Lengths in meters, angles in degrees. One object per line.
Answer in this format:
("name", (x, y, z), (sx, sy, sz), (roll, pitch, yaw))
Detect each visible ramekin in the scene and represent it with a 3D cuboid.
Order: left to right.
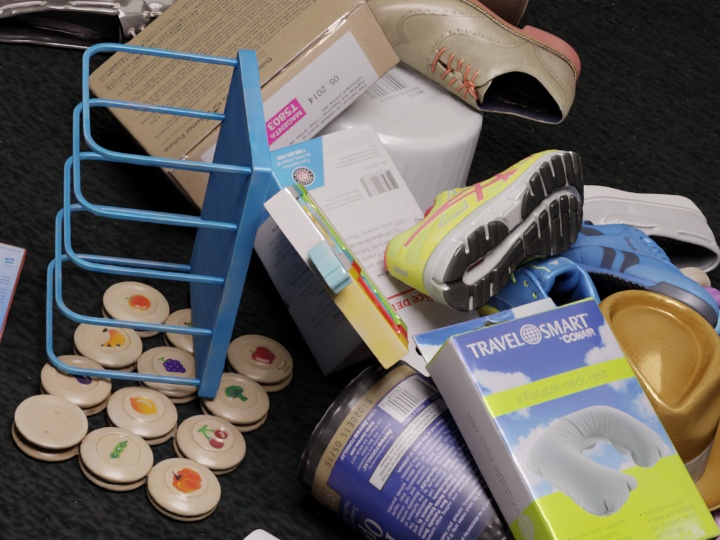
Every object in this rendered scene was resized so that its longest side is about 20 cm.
("ramekin", (0.005, -0.121, 1.590), (0.199, 0.098, 0.201), (13, 37, -10))

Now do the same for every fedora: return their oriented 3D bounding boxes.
("fedora", (0.196, 0.077, 1.316), (0.199, 0.082, 0.201), (11, 42, -10))

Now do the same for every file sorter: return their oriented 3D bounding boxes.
("file sorter", (-0.142, -0.037, 1.304), (0.122, 0.201, 0.139), (6, 38, -14))

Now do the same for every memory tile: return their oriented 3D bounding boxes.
("memory tile", (-0.141, 0.085, 1.329), (0.153, 0.017, 0.200), (24, 37, 4))

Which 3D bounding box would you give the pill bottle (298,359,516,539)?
("pill bottle", (0.067, 0.155, 1.260), (0.200, 0.112, 0.112), (36, 39, 20))

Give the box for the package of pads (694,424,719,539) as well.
("package of pads", (0.178, 0.135, 1.367), (0.199, 0.076, 0.121), (24, 37, 5))

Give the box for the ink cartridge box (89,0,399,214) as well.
("ink cartridge box", (-0.094, -0.156, 1.495), (0.200, 0.075, 0.165), (-40, 45, -4))

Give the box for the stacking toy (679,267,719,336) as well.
("stacking toy", (0.295, 0.092, 1.478), (0.085, 0.086, 0.200), (-16, 53, -39))

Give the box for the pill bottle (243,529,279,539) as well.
("pill bottle", (0.001, 0.239, 1.123), (0.199, 0.111, 0.111), (31, 38, 13))

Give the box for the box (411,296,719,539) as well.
("box", (0.129, 0.103, 1.211), (0.121, 0.048, 0.201), (-13, 65, -30))

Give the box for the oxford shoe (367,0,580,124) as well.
("oxford shoe", (0.085, -0.176, 1.558), (0.199, 0.071, 0.075), (16, 42, -5))

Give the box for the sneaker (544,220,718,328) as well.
("sneaker", (0.212, -0.003, 1.462), (0.078, 0.066, 0.200), (-45, 29, -15))

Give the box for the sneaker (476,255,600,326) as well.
("sneaker", (0.127, 0.011, 1.473), (0.075, 0.105, 0.200), (-20, 52, -37))

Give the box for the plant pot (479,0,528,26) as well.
("plant pot", (0.055, -0.337, 1.821), (0.197, 0.201, 0.201), (4, 39, -10))

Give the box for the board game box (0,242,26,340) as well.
("board game box", (-0.342, -0.003, 1.342), (0.199, 0.020, 0.103), (15, 36, -8))

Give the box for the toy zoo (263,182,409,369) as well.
("toy zoo", (-0.014, 0.001, 1.262), (0.131, 0.020, 0.200), (53, 3, -3))

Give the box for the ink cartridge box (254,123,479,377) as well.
("ink cartridge box", (0.000, 0.000, 1.429), (0.115, 0.067, 0.201), (-19, 75, -41))

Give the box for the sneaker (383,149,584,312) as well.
("sneaker", (0.093, -0.041, 1.416), (0.090, 0.079, 0.200), (12, 30, 39))

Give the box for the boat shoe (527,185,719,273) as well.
("boat shoe", (0.216, -0.020, 1.596), (0.199, 0.072, 0.069), (5, 38, -35))

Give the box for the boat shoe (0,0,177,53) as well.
("boat shoe", (-0.232, -0.208, 1.621), (0.199, 0.067, 0.057), (8, 54, -9))
